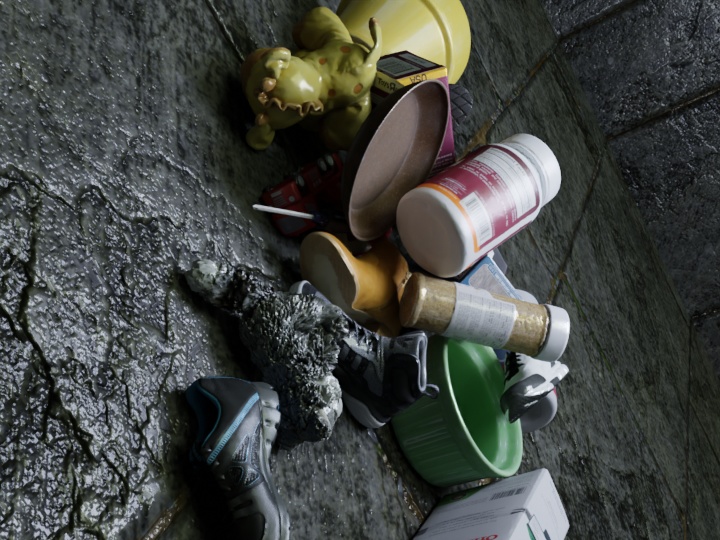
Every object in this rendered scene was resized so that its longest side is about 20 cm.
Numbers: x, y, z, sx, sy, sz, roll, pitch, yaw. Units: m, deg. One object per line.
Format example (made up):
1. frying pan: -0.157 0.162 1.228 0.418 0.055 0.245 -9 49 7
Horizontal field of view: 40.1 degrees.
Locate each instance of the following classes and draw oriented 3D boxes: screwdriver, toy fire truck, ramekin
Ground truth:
1. screwdriver: -0.060 -0.064 1.072 0.200 0.028 0.029 16 89 -62
2. toy fire truck: -0.037 -0.066 1.203 0.142 0.048 0.200 64 27 -11
3. ramekin: 0.116 0.174 1.244 0.200 0.097 0.201 44 33 -39

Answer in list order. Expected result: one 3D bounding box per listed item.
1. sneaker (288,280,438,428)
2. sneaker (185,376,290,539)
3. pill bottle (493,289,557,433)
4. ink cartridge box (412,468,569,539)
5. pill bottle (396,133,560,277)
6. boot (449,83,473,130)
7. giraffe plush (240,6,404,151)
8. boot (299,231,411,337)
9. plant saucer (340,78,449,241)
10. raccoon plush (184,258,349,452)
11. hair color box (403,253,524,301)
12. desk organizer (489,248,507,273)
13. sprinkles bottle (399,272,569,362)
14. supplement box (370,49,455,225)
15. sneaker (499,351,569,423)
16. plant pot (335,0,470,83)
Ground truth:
1. sneaker: 0.009 0.080 1.096 0.201 0.113 0.076 56 27 -21
2. sneaker: -0.113 0.184 0.847 0.081 0.073 0.201 20 44 -36
3. pill bottle: 0.227 0.130 1.470 0.120 0.119 0.201 48 31 -33
4. ink cartridge box: 0.140 0.315 1.121 0.085 0.145 0.200 67 26 -4
5. pill bottle: 0.148 -0.085 1.204 0.199 0.114 0.115 -33 100 -33
6. boot: 0.087 -0.205 1.393 0.070 0.199 0.132 56 30 -3
7. giraffe plush: -0.070 -0.215 1.161 0.161 0.199 0.174 -17 110 -33
8. boot: 0.001 0.000 1.177 0.202 0.070 0.144 65 35 -32
9. plant saucer: 0.033 -0.131 1.130 0.036 0.202 0.200 29 16 21
10. raccoon plush: -0.097 0.091 0.962 0.199 0.097 0.135 21 59 -18
11. hair color box: 0.134 0.019 1.315 0.100 0.060 0.200 49 -8 -20
12. desk organizer: 0.143 -0.061 1.512 0.201 0.077 0.072 60 26 -14
13. sprinkles bottle: 0.149 0.057 1.183 0.198 0.068 0.069 14 47 -12
14. supplement box: 0.059 -0.165 1.261 0.110 0.085 0.202 -138 -146 -56
15. sneaker: 0.210 0.137 1.281 0.080 0.074 0.200 52 20 8
16. plant pot: 0.029 -0.301 1.378 0.202 0.200 0.189 59 42 -15
